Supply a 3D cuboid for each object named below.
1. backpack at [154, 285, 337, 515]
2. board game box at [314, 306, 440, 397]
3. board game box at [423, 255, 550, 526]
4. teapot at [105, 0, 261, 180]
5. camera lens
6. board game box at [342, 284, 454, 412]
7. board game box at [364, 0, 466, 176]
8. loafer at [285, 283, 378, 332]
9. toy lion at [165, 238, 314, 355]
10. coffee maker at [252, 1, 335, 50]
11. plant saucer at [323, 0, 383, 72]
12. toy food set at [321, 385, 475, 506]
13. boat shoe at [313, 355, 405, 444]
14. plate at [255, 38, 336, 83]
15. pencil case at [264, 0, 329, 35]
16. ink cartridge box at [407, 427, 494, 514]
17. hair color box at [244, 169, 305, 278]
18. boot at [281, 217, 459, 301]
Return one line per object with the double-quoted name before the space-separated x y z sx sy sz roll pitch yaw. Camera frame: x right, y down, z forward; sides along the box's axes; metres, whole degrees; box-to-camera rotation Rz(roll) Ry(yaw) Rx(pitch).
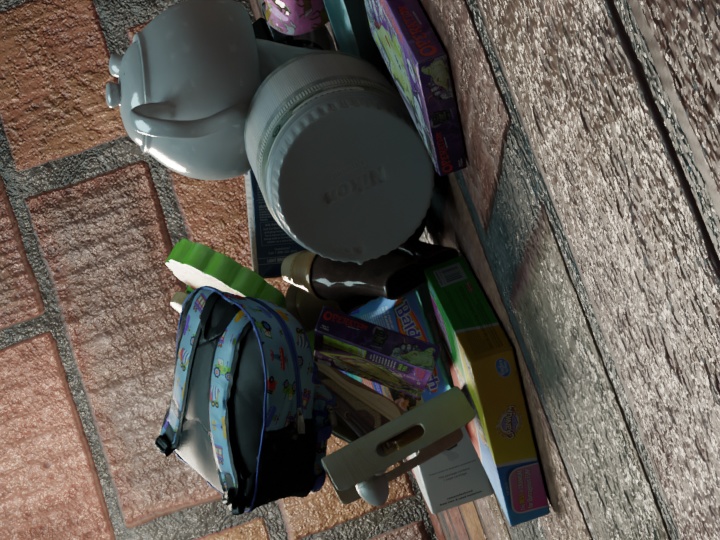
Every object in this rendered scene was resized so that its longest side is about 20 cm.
"backpack" -0.110 0.115 1.635 0.182 0.134 0.202 28 119 49
"board game box" 0.014 0.083 1.622 0.200 0.119 0.033 101 -167 -78
"board game box" 0.116 0.111 1.502 0.153 0.040 0.201 -114 6 -56
"teapot" -0.183 -0.180 1.649 0.200 0.145 0.199 117 146 -63
"camera lens" -0.021 -0.109 1.520 0.200 0.159 0.161 -118 9 -68
"board game box" 0.040 0.097 1.792 0.199 0.045 0.153 -21 86 53
"board game box" 0.036 -0.184 1.324 0.121 0.032 0.201 81 171 -45
"loafer" 0.000 0.000 1.734 0.067 0.200 0.076 0 126 39
"toy lion" -0.120 0.035 1.756 0.199 0.069 0.192 32 166 -8
"coffee maker" -0.104 -0.213 1.998 0.134 0.193 0.200 33 -163 -20
"plant saucer" -0.015 -0.271 1.660 0.200 0.027 0.202 161 90 -87
"toy food set" 0.039 0.176 1.555 0.061 0.143 0.200 61 175 9
"boat shoe" -0.048 0.138 1.748 0.065 0.199 0.072 -65 5 -28
"plate" -0.023 -0.152 1.718 0.199 0.032 0.201 -4 -109 -57
"pencil case" -0.086 -0.360 1.862 0.201 0.082 0.087 74 175 -50
"ink cartridge box" 0.083 0.162 1.944 0.144 0.083 0.202 -118 11 -68
"hair color box" -0.093 -0.096 1.761 0.100 0.060 0.202 -158 63 -82
"boot" 0.038 -0.016 1.603 0.165 0.199 0.073 7 116 46
